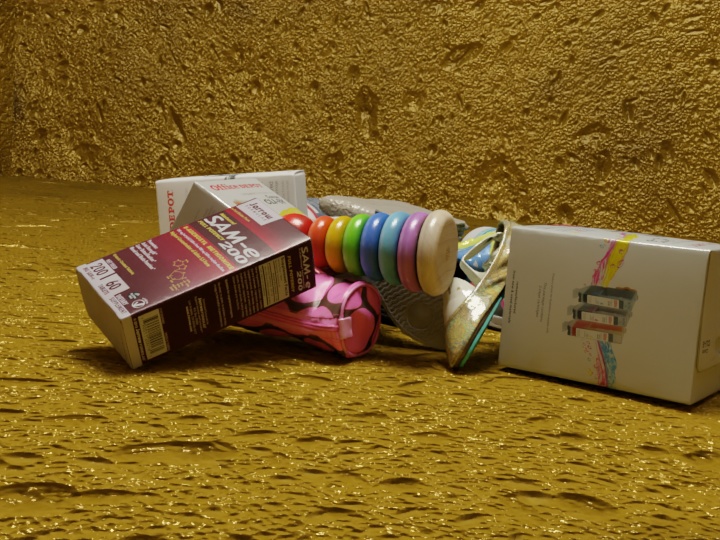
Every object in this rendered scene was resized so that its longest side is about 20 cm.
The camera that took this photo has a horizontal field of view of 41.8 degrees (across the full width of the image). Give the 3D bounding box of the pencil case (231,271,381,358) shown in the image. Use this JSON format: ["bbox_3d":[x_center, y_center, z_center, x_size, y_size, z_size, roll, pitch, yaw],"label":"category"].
[{"bbox_3d":[-0.082,0.035,0.974,0.199,0.091,0.094,9,2,23],"label":"pencil case"}]

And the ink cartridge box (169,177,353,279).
[{"bbox_3d":[-0.106,-0.024,1.123,0.200,0.084,0.145,35,19,17],"label":"ink cartridge box"}]

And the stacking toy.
[{"bbox_3d":[-0.005,-0.025,0.969,0.199,0.086,0.085,5,7,22],"label":"stacking toy"}]

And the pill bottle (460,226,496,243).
[{"bbox_3d":[0.229,0.005,1.277,0.110,0.112,0.200,-2,9,-39],"label":"pill bottle"}]

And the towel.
[{"bbox_3d":[0.048,-0.067,1.248,0.132,0.035,0.200,19,11,33],"label":"towel"}]

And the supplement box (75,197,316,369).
[{"bbox_3d":[-0.154,0.006,0.903,0.199,0.061,0.109,-24,39,-28],"label":"supplement box"}]

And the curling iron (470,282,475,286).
[{"bbox_3d":[0.132,0.017,1.075,0.199,0.026,0.050,-29,13,22],"label":"curling iron"}]

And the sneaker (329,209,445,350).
[{"bbox_3d":[0.048,0.003,1.061,0.200,0.074,0.118,40,18,7],"label":"sneaker"}]

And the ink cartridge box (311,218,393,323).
[{"bbox_3d":[0.000,0.000,1.192,0.199,0.095,0.044,18,15,39],"label":"ink cartridge box"}]

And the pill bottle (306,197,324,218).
[{"bbox_3d":[-0.090,-0.061,1.557,0.119,0.120,0.200,7,8,18],"label":"pill bottle"}]

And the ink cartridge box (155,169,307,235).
[{"bbox_3d":[-0.176,-0.061,1.322,0.199,0.147,0.086,-3,8,7],"label":"ink cartridge box"}]

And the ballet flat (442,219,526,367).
[{"bbox_3d":[0.124,0.018,0.982,0.070,0.071,0.200,10,46,37],"label":"ballet flat"}]

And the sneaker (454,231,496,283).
[{"bbox_3d":[0.115,0.005,1.232,0.105,0.076,0.200,-19,-10,-33],"label":"sneaker"}]

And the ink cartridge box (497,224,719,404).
[{"bbox_3d":[0.262,0.036,0.938,0.199,0.146,0.145,10,8,34],"label":"ink cartridge box"}]

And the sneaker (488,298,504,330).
[{"bbox_3d":[0.209,0.018,1.133,0.083,0.122,0.200,0,8,-30],"label":"sneaker"}]
